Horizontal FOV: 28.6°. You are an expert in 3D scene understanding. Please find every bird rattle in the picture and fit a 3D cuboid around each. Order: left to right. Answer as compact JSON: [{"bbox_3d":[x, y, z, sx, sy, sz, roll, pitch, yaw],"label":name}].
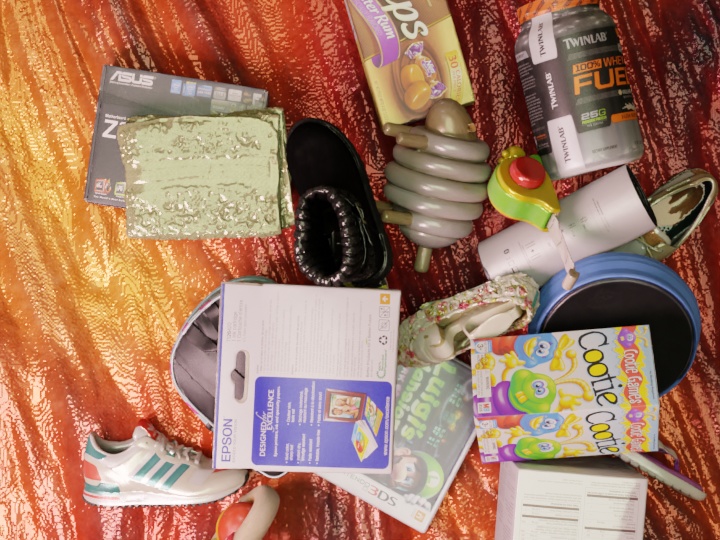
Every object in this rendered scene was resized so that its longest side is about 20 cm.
[{"bbox_3d":[-0.150,0.311,1.603,0.112,0.200,0.164,33,67,-1],"label":"bird rattle"}]

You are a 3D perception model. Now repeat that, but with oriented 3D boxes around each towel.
[{"bbox_3d":[-0.175,-0.107,1.618,0.197,0.036,0.151,-4,93,-3],"label":"towel"}]

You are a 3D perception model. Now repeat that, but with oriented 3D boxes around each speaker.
[{"bbox_3d":[0.237,-0.041,1.619,0.198,0.081,0.082,-29,91,17],"label":"speaker"}]

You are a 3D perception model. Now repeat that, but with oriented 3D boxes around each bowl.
[{"bbox_3d":[0.292,0.075,1.620,0.197,0.040,0.203,2,122,3],"label":"bowl"}]

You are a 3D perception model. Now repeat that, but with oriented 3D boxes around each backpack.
[{"bbox_3d":[-0.114,0.108,1.607,0.200,0.151,0.178,42,98,-12],"label":"backpack"}]

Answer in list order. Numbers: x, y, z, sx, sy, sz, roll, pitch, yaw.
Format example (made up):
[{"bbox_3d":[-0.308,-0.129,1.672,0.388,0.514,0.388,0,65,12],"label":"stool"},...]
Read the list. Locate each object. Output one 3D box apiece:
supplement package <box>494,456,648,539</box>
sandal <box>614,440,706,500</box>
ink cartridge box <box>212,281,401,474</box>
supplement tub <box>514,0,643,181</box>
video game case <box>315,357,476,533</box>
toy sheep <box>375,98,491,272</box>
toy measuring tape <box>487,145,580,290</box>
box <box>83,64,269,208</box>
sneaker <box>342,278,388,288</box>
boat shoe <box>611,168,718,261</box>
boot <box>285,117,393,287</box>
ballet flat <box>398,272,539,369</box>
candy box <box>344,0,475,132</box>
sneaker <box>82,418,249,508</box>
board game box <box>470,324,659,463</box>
[{"bbox_3d":[0.234,0.320,1.616,0.148,0.152,0.203,4,91,-1],"label":"supplement package"},{"bbox_3d":[0.324,0.203,1.647,0.201,0.082,0.050,31,90,-4],"label":"sandal"},{"bbox_3d":[-0.058,0.115,1.522,0.197,0.047,0.201,3,89,-9],"label":"ink cartridge box"},{"bbox_3d":[0.247,-0.213,1.623,0.121,0.123,0.203,-14,91,0],"label":"supplement tub"},{"bbox_3d":[0.044,0.180,1.677,0.180,0.023,0.202,28,91,-1],"label":"video game case"},{"bbox_3d":[0.084,-0.097,1.623,0.136,0.138,0.203,13,106,-1],"label":"toy sheep"},{"bbox_3d":[0.184,-0.063,1.564,0.072,0.074,0.202,-13,52,0],"label":"toy measuring tape"},{"bbox_3d":[-0.214,-0.144,1.657,0.197,0.049,0.164,9,89,-2],"label":"box"},{"bbox_3d":[0.000,0.000,1.641,0.074,0.076,0.203,-14,89,20],"label":"sneaker"},{"bbox_3d":[0.335,-0.044,1.652,0.075,0.068,0.200,43,91,-1],"label":"boat shoe"},{"bbox_3d":[-0.040,-0.079,1.526,0.079,0.157,0.213,-32,77,17],"label":"boot"},{"bbox_3d":[0.113,0.064,1.603,0.198,0.064,0.076,-29,117,19],"label":"ballet flat"},{"bbox_3d":[0.052,-0.276,1.654,0.115,0.056,0.203,-16,92,0],"label":"candy box"},{"bbox_3d":[-0.230,0.222,1.652,0.196,0.070,0.095,-3,97,2],"label":"sneaker"},{"bbox_3d":[0.225,0.138,1.564,0.197,0.105,0.104,-6,54,8],"label":"board game box"}]
